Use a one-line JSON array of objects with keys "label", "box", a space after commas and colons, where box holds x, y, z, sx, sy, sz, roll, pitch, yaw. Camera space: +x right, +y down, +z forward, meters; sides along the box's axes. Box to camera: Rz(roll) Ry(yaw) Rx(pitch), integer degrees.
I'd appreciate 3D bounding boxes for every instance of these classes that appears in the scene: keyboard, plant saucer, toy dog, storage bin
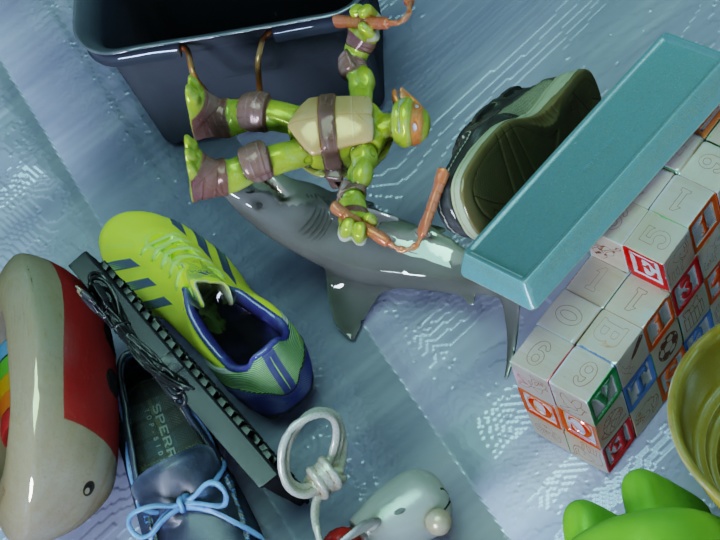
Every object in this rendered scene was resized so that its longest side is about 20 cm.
[{"label": "keyboard", "box": [-0.110, 0.059, 1.622, 0.021, 0.127, 0.200, -45, 65, 3]}, {"label": "plant saucer", "box": [0.140, -0.063, 1.573, 0.200, 0.019, 0.070, -48, 40, -13]}, {"label": "toy dog", "box": [-0.019, 0.189, 1.535, 0.201, 0.132, 0.096, -54, 36, -10]}, {"label": "storage bin", "box": [-0.072, -0.156, 1.765, 0.198, 0.135, 0.146, -9, 55, 11]}]

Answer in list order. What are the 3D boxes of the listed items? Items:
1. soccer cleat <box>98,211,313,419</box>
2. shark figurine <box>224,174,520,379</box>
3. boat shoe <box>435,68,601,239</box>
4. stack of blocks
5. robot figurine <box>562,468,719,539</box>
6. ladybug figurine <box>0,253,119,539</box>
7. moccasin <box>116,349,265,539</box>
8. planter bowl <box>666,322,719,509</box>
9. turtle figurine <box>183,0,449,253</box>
[{"label": "soccer cleat", "box": [-0.100, 0.013, 1.691, 0.065, 0.084, 0.200, -40, 55, -11]}, {"label": "shark figurine", "box": [0.020, 0.007, 1.672, 0.213, 0.128, 0.090, 22, 95, 21]}, {"label": "boat shoe", "box": [0.090, -0.067, 1.669, 0.066, 0.072, 0.201, -9, 20, 33]}, {"label": "stack of blocks", "box": [0.172, 0.006, 1.595, 0.058, 0.115, 0.200, 28, 69, 30]}, {"label": "robot figurine", "box": [0.165, 0.210, 1.458, 0.175, 0.115, 0.201, -30, 49, 28]}, {"label": "ladybug figurine", "box": [-0.190, 0.077, 1.657, 0.071, 0.136, 0.201, 3, 54, -16]}, {"label": "moccasin", "box": [-0.114, 0.134, 1.623, 0.080, 0.068, 0.200, -29, 53, -4]}, {"label": "planter bowl", "box": [0.268, 0.110, 1.501, 0.199, 0.084, 0.201, 0, 41, 0]}, {"label": "turtle figurine", "box": [-0.025, -0.093, 1.636, 0.160, 0.064, 0.202, -3, 66, 6]}]
